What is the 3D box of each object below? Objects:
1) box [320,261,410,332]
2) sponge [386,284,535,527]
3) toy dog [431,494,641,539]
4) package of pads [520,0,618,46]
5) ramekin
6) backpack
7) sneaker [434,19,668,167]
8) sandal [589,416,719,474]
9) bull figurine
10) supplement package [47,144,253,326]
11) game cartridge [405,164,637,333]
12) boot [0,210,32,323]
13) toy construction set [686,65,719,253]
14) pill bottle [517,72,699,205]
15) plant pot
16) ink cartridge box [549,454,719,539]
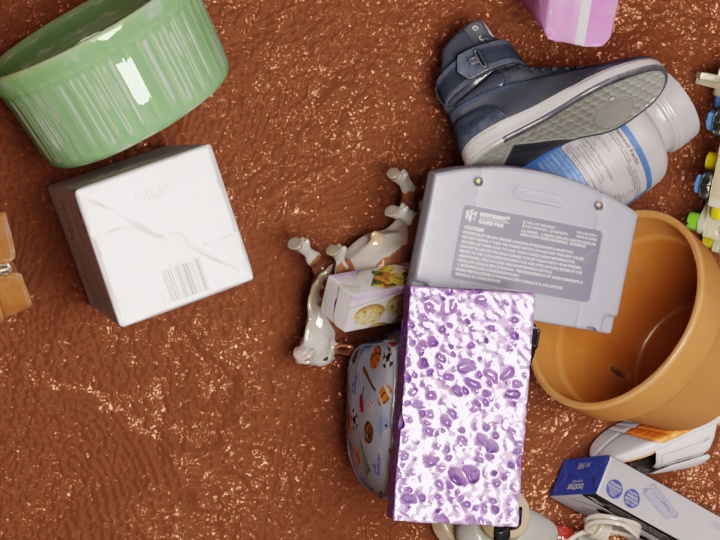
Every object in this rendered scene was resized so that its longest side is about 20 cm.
[{"bbox_3d":[0.053,0.017,1.626,0.199,0.039,0.042,-8,124,-40],"label":"box"},{"bbox_3d":[0.086,0.114,1.513,0.111,0.030,0.201,5,87,-10],"label":"sponge"},{"bbox_3d":[0.161,0.276,1.702,0.199,0.132,0.097,16,68,-7],"label":"toy dog"},{"bbox_3d":[0.198,-0.314,1.609,0.075,0.121,0.201,2,113,-11],"label":"package of pads"},{"bbox_3d":[-0.209,-0.171,1.515,0.200,0.200,0.098,-32,110,-11],"label":"ramekin"},{"bbox_3d":[0.066,0.134,1.620,0.153,0.190,0.201,7,87,-11],"label":"backpack"},{"bbox_3d":[0.166,-0.182,1.636,0.202,0.147,0.077,-22,145,1],"label":"sneaker"},{"bbox_3d":[0.327,0.163,1.754,0.206,0.079,0.059,-21,105,-13],"label":"sandal"},{"bbox_3d":[0.000,0.000,1.644,0.200,0.065,0.122,-39,139,-17],"label":"bull figurine"},{"bbox_3d":[-0.183,-0.034,1.527,0.121,0.200,0.120,-20,99,-13],"label":"supplement package"},{"bbox_3d":[0.145,-0.024,1.595,0.199,0.041,0.134,11,97,-16],"label":"game cartridge"},{"bbox_3d":[-0.381,-0.027,1.540,0.154,0.074,0.201,-20,112,-12],"label":"boot"},{"bbox_3d":[0.365,-0.108,1.725,0.092,0.131,0.201,-1,96,28],"label":"toy construction set"},{"bbox_3d":[0.218,-0.105,1.685,0.200,0.112,0.112,-36,103,-12],"label":"pill bottle"},{"bbox_3d":[0.277,0.064,1.681,0.140,0.200,0.201,33,85,-36],"label":"plant pot"},{"bbox_3d":[0.293,0.245,1.740,0.199,0.094,0.044,29,72,-16],"label":"ink cartridge box"}]
